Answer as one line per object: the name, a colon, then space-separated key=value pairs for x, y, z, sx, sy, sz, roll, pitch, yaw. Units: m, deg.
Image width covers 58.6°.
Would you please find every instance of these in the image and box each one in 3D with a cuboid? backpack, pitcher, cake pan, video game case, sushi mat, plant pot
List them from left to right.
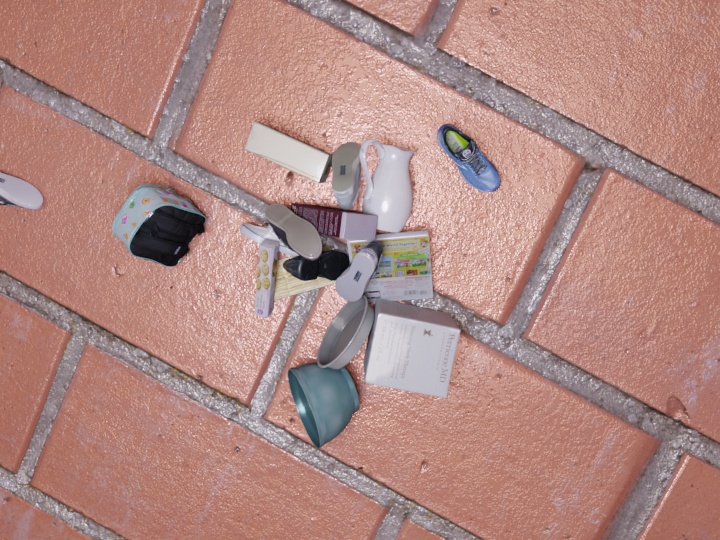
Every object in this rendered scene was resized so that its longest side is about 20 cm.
backpack: x=-0.496 y=-0.117 z=1.547 sx=0.153 sy=0.199 sz=0.176 roll=44 pitch=101 yaw=15
sushi mat: x=-0.152 y=0.008 z=1.621 sx=0.195 sy=0.012 sz=0.098 roll=-16 pitch=94 yaw=7
plant pot: x=-0.083 y=0.313 z=1.577 sx=0.132 sy=0.200 sz=0.205 roll=-20 pitch=95 yaw=-19
cake pan: x=-0.033 y=0.152 z=1.541 sx=0.036 sy=0.201 sz=0.202 roll=34 pitch=100 yaw=-17
pitcher: x=0.052 y=-0.199 z=1.502 sx=0.120 sy=0.169 sz=0.206 roll=16 pitch=99 yaw=49
video game case: x=0.075 y=-0.006 z=1.553 sx=0.194 sy=0.023 sz=0.186 roll=-4 pitch=123 yaw=7

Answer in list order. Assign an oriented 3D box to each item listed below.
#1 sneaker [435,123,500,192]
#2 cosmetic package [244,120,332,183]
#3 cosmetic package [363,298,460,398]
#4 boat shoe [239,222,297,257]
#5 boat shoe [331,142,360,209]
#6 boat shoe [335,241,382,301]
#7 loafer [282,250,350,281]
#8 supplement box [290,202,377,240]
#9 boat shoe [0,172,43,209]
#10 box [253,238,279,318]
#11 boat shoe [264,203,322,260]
sneaker: x=0.252 y=-0.261 z=1.507 sx=0.200 sy=0.089 sz=0.079 roll=45 pitch=100 yaw=-1
cosmetic package: x=-0.168 y=-0.283 z=1.541 sx=0.196 sy=0.104 sz=0.075 roll=24 pitch=100 yaw=3
cosmetic package: x=0.117 y=0.181 z=1.529 sx=0.195 sy=0.166 sz=0.172 roll=11 pitch=98 yaw=-3
boat shoe: x=-0.197 y=-0.095 z=1.579 sx=0.198 sy=0.075 sz=0.088 roll=22 pitch=97 yaw=8
boat shoe: x=-0.033 y=-0.223 z=1.514 sx=0.068 sy=0.204 sz=0.073 roll=-2 pitch=135 yaw=9
boat shoe: x=0.000 y=0.000 z=1.498 sx=0.071 sy=0.068 sz=0.201 roll=36 pitch=143 yaw=6
loafer: x=-0.100 y=-0.017 z=1.538 sx=0.071 sy=0.198 sz=0.075 roll=14 pitch=98 yaw=38
supplement box: x=-0.066 y=-0.115 z=1.498 sx=0.197 sy=0.107 sz=0.063 roll=14 pitch=100 yaw=44
boat shoe: x=-0.916 y=-0.200 z=1.649 sx=0.196 sy=0.073 sz=0.068 roll=23 pitch=133 yaw=-11
box: x=-0.232 y=0.021 z=1.578 sx=0.040 sy=0.039 sz=0.204 roll=16 pitch=121 yaw=8
boat shoe: x=-0.149 y=-0.080 z=1.480 sx=0.072 sy=0.063 sz=0.200 roll=-35 pitch=55 yaw=-19
